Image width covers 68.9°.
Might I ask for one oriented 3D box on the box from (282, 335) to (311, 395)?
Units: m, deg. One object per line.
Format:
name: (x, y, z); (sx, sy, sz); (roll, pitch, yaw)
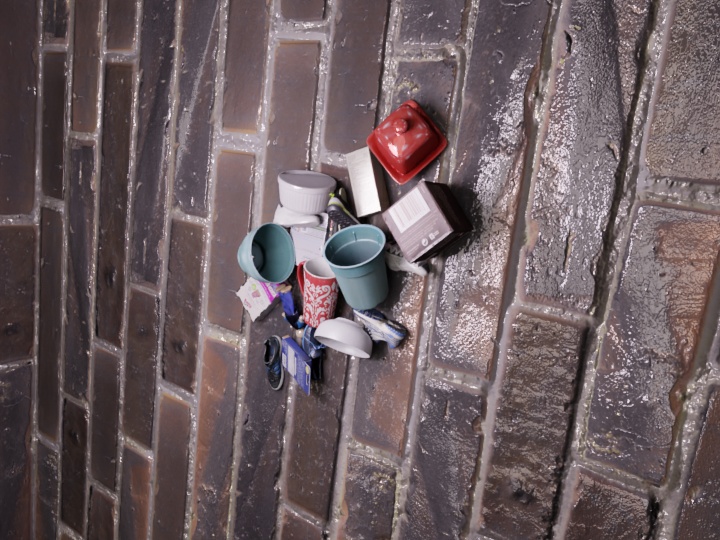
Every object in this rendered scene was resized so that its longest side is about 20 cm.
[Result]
box: (-0.219, 0.333, 1.849); (0.199, 0.032, 0.124); (38, 131, 45)

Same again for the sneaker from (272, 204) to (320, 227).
sneaker: (-0.220, -0.195, 1.788); (0.195, 0.075, 0.092); (5, 85, 33)

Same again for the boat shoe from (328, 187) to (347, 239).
boat shoe: (-0.079, -0.171, 1.746); (0.061, 0.073, 0.208); (6, 102, 21)

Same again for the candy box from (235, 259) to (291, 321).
candy box: (-0.358, 0.073, 1.942); (0.199, 0.061, 0.138); (-42, 74, 25)

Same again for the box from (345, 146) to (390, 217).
box: (0.024, -0.281, 1.672); (0.093, 0.077, 0.207); (-10, 90, 30)

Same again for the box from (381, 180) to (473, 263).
box: (0.196, -0.140, 1.515); (0.165, 0.198, 0.167); (-37, 77, 27)

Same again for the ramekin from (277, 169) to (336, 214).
ramekin: (-0.179, -0.258, 1.734); (0.198, 0.201, 0.097); (23, 119, 26)

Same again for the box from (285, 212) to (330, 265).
box: (-0.179, -0.113, 1.830); (0.152, 0.041, 0.207); (16, 102, 29)

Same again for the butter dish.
butter dish: (0.127, -0.398, 1.540); (0.199, 0.148, 0.201); (-39, 76, 5)

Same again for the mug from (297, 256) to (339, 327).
mug: (-0.138, 0.066, 1.772); (0.179, 0.129, 0.205); (-122, 34, -54)

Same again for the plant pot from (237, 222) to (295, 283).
plant pot: (-0.340, -0.053, 1.806); (0.131, 0.198, 0.207); (-6, 92, 39)

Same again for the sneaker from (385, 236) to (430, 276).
sneaker: (0.134, -0.030, 1.643); (0.198, 0.074, 0.083); (34, 120, 30)

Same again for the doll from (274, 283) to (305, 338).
doll: (-0.238, 0.152, 1.849); (0.134, 0.048, 0.205); (10, 124, 49)

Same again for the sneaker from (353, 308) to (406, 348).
sneaker: (0.050, 0.189, 1.708); (0.197, 0.076, 0.087); (29, 113, 25)

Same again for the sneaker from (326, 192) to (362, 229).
sneaker: (-0.034, -0.176, 1.678); (0.070, 0.200, 0.085); (-12, 52, 30)

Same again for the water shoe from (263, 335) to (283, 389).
water shoe: (-0.333, 0.346, 1.944); (0.070, 0.078, 0.207); (2, 96, 30)

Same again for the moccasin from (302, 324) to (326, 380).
moccasin: (-0.155, 0.286, 1.841); (0.067, 0.079, 0.206); (15, 115, 42)

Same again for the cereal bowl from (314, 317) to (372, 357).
cereal bowl: (-0.048, 0.212, 1.714); (0.195, 0.200, 0.085); (11, 69, 29)

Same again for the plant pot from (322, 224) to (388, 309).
plant pot: (0.000, 0.000, 1.627); (0.195, 0.202, 0.200); (9, 134, 29)
